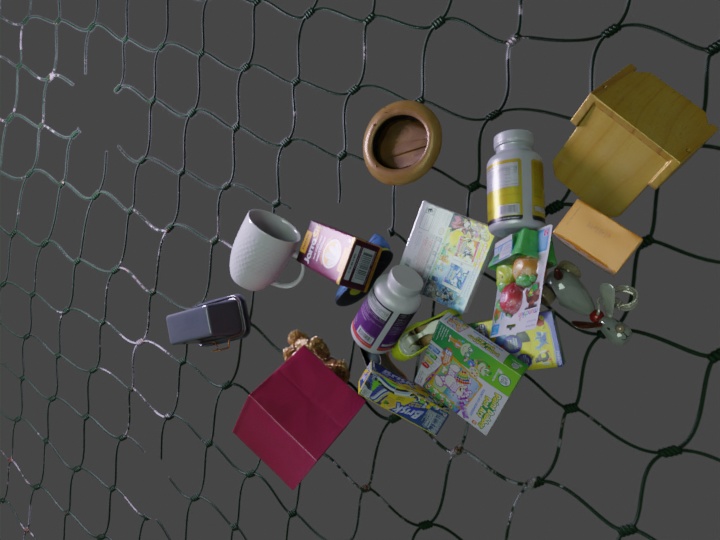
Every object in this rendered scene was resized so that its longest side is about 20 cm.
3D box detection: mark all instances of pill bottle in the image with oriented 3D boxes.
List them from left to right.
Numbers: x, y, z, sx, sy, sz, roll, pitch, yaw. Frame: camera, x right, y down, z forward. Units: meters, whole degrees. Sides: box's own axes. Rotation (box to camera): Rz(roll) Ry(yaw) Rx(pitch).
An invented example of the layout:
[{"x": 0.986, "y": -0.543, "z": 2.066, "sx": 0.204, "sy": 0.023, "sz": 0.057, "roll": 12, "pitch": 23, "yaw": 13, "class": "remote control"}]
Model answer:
[{"x": 0.062, "y": 0.086, "z": 1.176, "sx": 0.112, "sy": 0.112, "sz": 0.201, "roll": 43, "pitch": 128, "yaw": 20, "class": "pill bottle"}, {"x": 0.312, "y": -0.174, "z": 1.065, "sx": 0.111, "sy": 0.112, "sz": 0.202, "roll": -3, "pitch": 80, "yaw": 27, "class": "pill bottle"}]

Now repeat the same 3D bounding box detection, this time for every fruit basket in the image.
[{"x": 0.301, "y": 0.024, "z": 1.026, "sx": 0.093, "sy": 0.185, "sz": 0.201, "roll": 21, "pitch": 75, "yaw": -7, "class": "fruit basket"}]

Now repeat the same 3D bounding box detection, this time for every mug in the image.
[{"x": -0.233, "y": -0.030, "z": 1.349, "sx": 0.199, "sy": 0.148, "sz": 0.176, "roll": 29, "pitch": 112, "yaw": -8, "class": "mug"}]

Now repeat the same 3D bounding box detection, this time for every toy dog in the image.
[{"x": 0.426, "y": 0.052, "z": 1.005, "sx": 0.199, "sy": 0.096, "sz": 0.133, "roll": 21, "pitch": 77, "yaw": 25, "class": "toy dog"}]

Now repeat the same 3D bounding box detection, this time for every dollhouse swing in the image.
[{"x": 0.509, "y": -0.237, "z": 1.013, "sx": 0.181, "sy": 0.176, "sz": 0.200, "roll": -36, "pitch": 70, "yaw": -20, "class": "dollhouse swing"}]

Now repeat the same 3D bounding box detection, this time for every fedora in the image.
[{"x": 0.103, "y": -0.283, "z": 1.194, "sx": 0.199, "sy": 0.082, "sz": 0.203, "roll": 1, "pitch": 92, "yaw": 33, "class": "fedora"}]

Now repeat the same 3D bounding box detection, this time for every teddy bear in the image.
[{"x": -0.120, "y": 0.233, "z": 1.326, "sx": 0.200, "sy": 0.067, "sz": 0.145, "roll": 47, "pitch": 113, "yaw": 19, "class": "teddy bear"}]

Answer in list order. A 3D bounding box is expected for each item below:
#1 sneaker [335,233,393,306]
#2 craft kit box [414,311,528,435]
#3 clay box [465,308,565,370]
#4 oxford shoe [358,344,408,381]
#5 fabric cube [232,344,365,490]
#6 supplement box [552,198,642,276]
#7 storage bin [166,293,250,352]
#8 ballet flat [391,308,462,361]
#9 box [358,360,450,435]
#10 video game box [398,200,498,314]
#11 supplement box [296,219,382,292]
[{"x": 0.000, "y": 0.000, "z": 1.270, "sx": 0.200, "sy": 0.066, "sz": 0.079, "roll": -52, "pitch": 46, "yaw": 23, "class": "sneaker"}, {"x": 0.226, "y": 0.220, "z": 1.117, "sx": 0.197, "sy": 0.048, "sz": 0.201, "roll": 32, "pitch": 131, "yaw": 22, "class": "craft kit box"}, {"x": 0.316, "y": 0.155, "z": 1.112, "sx": 0.199, "sy": 0.048, "sz": 0.116, "roll": -14, "pitch": 85, "yaw": 26, "class": "clay box"}, {"x": 0.053, "y": 0.245, "z": 1.234, "sx": 0.071, "sy": 0.073, "sz": 0.201, "roll": -38, "pitch": 75, "yaw": 22, "class": "oxford shoe"}, {"x": -0.143, "y": 0.338, "z": 1.220, "sx": 0.199, "sy": 0.200, "sz": 0.197, "roll": 39, "pitch": 136, "yaw": 11, "class": "fabric cube"}, {"x": 0.432, "y": -0.054, "z": 0.962, "sx": 0.126, "sy": 0.200, "sz": 0.074, "roll": 39, "pitch": 104, "yaw": 22, "class": "supplement box"}, {"x": -0.423, "y": 0.154, "z": 1.443, "sx": 0.199, "sy": 0.134, "sz": 0.147, "roll": -15, "pitch": 84, "yaw": 27, "class": "storage bin"}, {"x": 0.139, "y": 0.146, "z": 1.191, "sx": 0.199, "sy": 0.067, "sz": 0.067, "roll": -34, "pitch": 77, "yaw": 24, "class": "ballet flat"}, {"x": 0.094, "y": 0.282, "z": 1.169, "sx": 0.199, "sy": 0.070, "sz": 0.065, "roll": 30, "pitch": 99, "yaw": -4, "class": "box"}, {"x": 0.190, "y": -0.032, "z": 1.174, "sx": 0.181, "sy": 0.047, "sz": 0.201, "roll": 26, "pitch": 103, "yaw": 27, "class": "video game box"}, {"x": -0.053, "y": -0.037, "z": 1.227, "sx": 0.200, "sy": 0.085, "sz": 0.111, "roll": 26, "pitch": 96, "yaw": 51, "class": "supplement box"}]
